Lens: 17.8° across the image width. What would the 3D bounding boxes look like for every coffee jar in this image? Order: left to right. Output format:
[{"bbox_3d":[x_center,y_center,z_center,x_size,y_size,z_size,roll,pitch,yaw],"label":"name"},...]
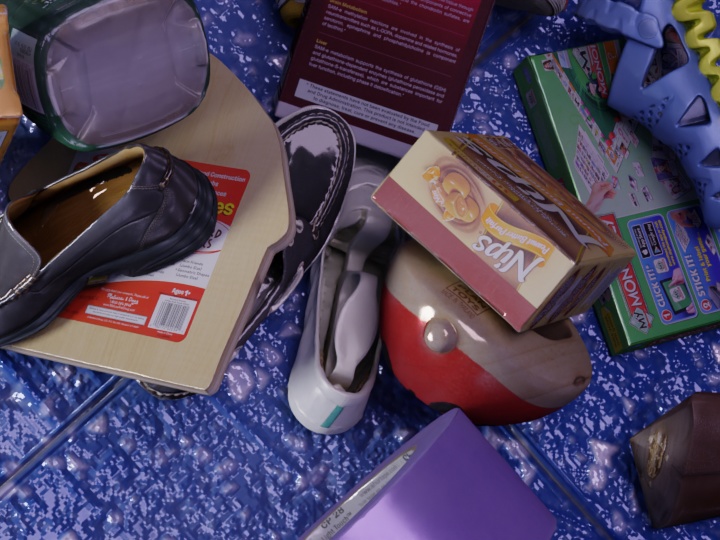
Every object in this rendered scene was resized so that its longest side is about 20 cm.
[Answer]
[{"bbox_3d":[-0.173,-0.131,1.309,0.104,0.200,0.086,-22,115,-25],"label":"coffee jar"}]

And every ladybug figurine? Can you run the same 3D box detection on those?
[{"bbox_3d":[0.067,0.041,1.360,0.136,0.200,0.072,42,103,17],"label":"ladybug figurine"}]

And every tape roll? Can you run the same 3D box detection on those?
[{"bbox_3d":[0.008,0.173,1.268,0.085,0.200,0.200,47,64,-1],"label":"tape roll"}]

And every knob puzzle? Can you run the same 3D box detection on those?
[{"bbox_3d":[-0.118,-0.032,1.328,0.218,0.030,0.221,-12,60,21],"label":"knob puzzle"}]

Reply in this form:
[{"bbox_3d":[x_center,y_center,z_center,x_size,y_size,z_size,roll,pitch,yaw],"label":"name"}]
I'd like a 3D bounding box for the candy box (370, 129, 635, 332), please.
[{"bbox_3d":[0.089,-0.026,1.362,0.115,0.200,0.055,42,102,11],"label":"candy box"}]

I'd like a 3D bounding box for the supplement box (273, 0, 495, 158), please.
[{"bbox_3d":[0.027,-0.175,1.394,0.108,0.061,0.201,18,102,-6],"label":"supplement box"}]

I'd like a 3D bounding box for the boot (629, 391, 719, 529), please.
[{"bbox_3d":[0.272,0.077,1.431,0.198,0.064,0.188,1,114,-19],"label":"boot"}]

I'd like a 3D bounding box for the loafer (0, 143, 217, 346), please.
[{"bbox_3d":[-0.181,-0.018,1.287,0.199,0.072,0.073,-28,55,10],"label":"loafer"}]

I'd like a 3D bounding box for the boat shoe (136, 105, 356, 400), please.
[{"bbox_3d":[-0.066,-0.011,1.348,0.074,0.060,0.200,39,83,-5],"label":"boat shoe"}]

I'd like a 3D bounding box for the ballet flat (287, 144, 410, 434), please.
[{"bbox_3d":[0.000,0.000,1.397,0.069,0.069,0.202,15,68,-15],"label":"ballet flat"}]

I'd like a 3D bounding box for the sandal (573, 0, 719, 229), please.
[{"bbox_3d":[0.197,-0.120,1.482,0.086,0.079,0.202,-18,84,7],"label":"sandal"}]

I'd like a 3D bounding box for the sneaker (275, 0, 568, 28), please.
[{"bbox_3d":[0.036,-0.179,1.472,0.198,0.078,0.083,4,78,-11],"label":"sneaker"}]

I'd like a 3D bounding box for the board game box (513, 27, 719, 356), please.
[{"bbox_3d":[0.193,-0.056,1.507,0.134,0.029,0.202,-13,78,-23],"label":"board game box"}]

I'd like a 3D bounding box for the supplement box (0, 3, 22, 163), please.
[{"bbox_3d":[-0.234,-0.076,1.260,0.068,0.200,0.067,-5,74,-22],"label":"supplement box"}]
